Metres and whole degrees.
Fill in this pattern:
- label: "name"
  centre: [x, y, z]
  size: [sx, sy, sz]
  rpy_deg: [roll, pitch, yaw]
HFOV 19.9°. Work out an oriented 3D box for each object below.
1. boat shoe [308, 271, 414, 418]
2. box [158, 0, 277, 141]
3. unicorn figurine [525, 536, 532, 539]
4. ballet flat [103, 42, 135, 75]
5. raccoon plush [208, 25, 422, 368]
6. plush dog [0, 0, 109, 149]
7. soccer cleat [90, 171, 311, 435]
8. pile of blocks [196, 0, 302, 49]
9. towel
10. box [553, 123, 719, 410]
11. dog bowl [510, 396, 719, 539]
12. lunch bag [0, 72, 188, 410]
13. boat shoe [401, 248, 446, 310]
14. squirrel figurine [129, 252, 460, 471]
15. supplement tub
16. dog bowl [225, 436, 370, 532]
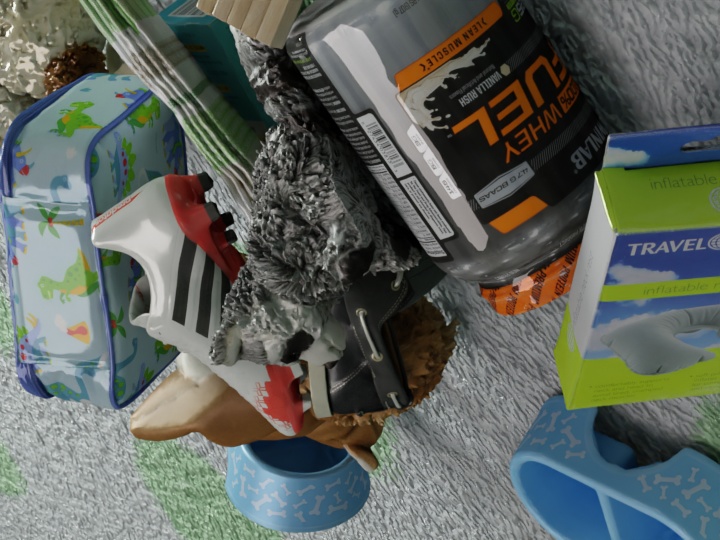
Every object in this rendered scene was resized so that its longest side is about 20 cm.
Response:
- label: "boat shoe"
  centre: [0.000, 0.000, 1.263]
  size: [0.068, 0.072, 0.200]
  rpy_deg: [1, 119, 8]
- label: "box"
  centre: [-0.061, -0.096, 1.391]
  size: [0.082, 0.049, 0.200]
  rpy_deg: [10, 135, 53]
- label: "unicorn figurine"
  centre: [0.154, 0.239, 1.452]
  size: [0.137, 0.200, 0.074]
  rpy_deg: [-7, 120, 28]
- label: "ballet flat"
  centre: [-0.182, -0.137, 1.526]
  size: [0.200, 0.069, 0.069]
  rpy_deg: [-5, 123, 58]
- label: "raccoon plush"
  centre: [-0.052, -0.040, 1.183]
  size: [0.134, 0.097, 0.200]
  rpy_deg: [-30, 77, 27]
- label: "plush dog"
  centre: [-0.242, -0.159, 1.434]
  size: [0.172, 0.160, 0.200]
  rpy_deg: [-31, 65, 40]
- label: "soccer cleat"
  centre: [-0.095, 0.028, 1.271]
  size: [0.069, 0.085, 0.200]
  rpy_deg: [-102, -13, -56]
- label: "pile of blocks"
  centre: [-0.033, -0.216, 1.101]
  size: [0.082, 0.062, 0.200]
  rpy_deg: [3, 90, 37]
- label: "towel"
  centre: [-0.105, -0.103, 1.281]
  size: [0.200, 0.031, 0.149]
  rpy_deg: [51, -176, -6]
- label: "box"
  centre: [0.174, 0.000, 1.072]
  size: [0.200, 0.122, 0.048]
  rpy_deg: [95, 167, -57]
- label: "dog bowl"
  centre: [0.180, 0.156, 1.348]
  size: [0.200, 0.050, 0.112]
  rpy_deg: [23, 145, 41]
- label: "lunch bag"
  centre: [-0.165, -0.022, 1.338]
  size: [0.082, 0.161, 0.200]
  rpy_deg: [6, 117, 19]
- label: "boat shoe"
  centre: [0.028, -0.057, 1.284]
  size: [0.065, 0.074, 0.202]
  rpy_deg: [41, 151, 30]
- label: "squirrel figurine"
  centre: [-0.026, 0.079, 1.452]
  size: [0.200, 0.142, 0.187]
  rpy_deg: [-6, 154, 39]
- label: "supplement tub"
  centre: [0.060, -0.082, 1.132]
  size: [0.200, 0.123, 0.123]
  rpy_deg: [54, 155, -13]
- label: "dog bowl"
  centre: [-0.061, 0.114, 1.584]
  size: [0.200, 0.111, 0.050]
  rpy_deg: [-118, 26, -46]
